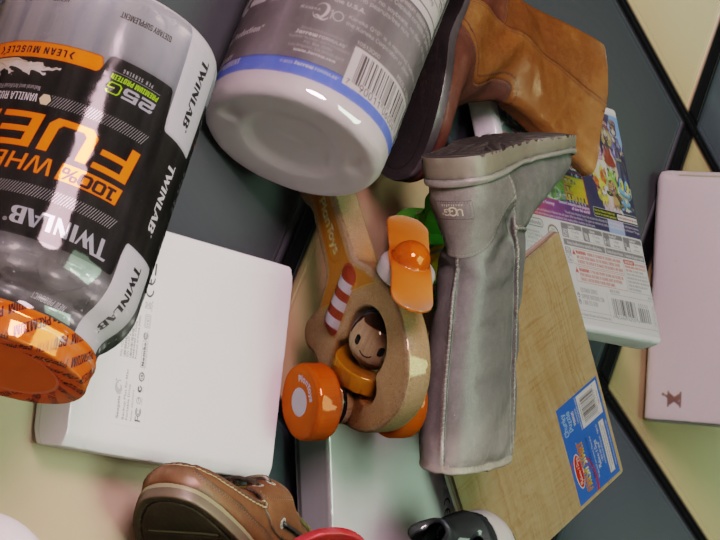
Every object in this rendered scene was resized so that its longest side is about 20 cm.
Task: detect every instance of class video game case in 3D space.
[{"bbox_3d":[0.144,-0.041,1.939,0.200,0.023,0.182,11,66,-57],"label":"video game case"}]

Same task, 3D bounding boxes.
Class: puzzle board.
[{"bbox_3d":[0.104,0.095,1.825,0.151,0.017,0.200,-39,126,-34],"label":"puzzle board"}]

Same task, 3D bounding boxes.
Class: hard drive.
[{"bbox_3d":[0.025,0.130,1.784,0.200,0.026,0.132,-11,101,-57],"label":"hard drive"},{"bbox_3d":[-0.110,0.046,1.581,0.200,0.026,0.132,17,77,-57],"label":"hard drive"}]

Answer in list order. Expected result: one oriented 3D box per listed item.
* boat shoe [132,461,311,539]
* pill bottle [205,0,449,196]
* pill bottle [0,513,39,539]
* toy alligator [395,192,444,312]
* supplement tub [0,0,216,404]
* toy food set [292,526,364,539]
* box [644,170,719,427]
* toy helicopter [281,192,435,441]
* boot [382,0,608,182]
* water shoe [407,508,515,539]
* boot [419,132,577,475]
[{"bbox_3d":[-0.075,0.153,1.611,0.200,0.072,0.068,59,40,-54],"label":"boat shoe"},{"bbox_3d":[-0.010,-0.156,1.650,0.114,0.114,0.200,53,49,-45],"label":"pill bottle"},{"bbox_3d":[-0.189,0.191,1.384,0.200,0.112,0.112,60,44,-41],"label":"pill bottle"},{"bbox_3d":[0.060,0.006,1.828,0.200,0.054,0.059,63,23,-51],"label":"toy alligator"},{"bbox_3d":[-0.157,-0.040,1.413,0.123,0.123,0.200,44,54,-49],"label":"supplement tub"},{"bbox_3d":[-0.020,0.214,1.596,0.198,0.200,0.049,50,23,-51],"label":"toy food set"},{"bbox_3d":[0.347,0.028,2.141,0.171,0.200,0.199,6,88,-56],"label":"box"},{"bbox_3d":[0.000,0.000,1.654,0.079,0.132,0.200,1,60,-30],"label":"toy helicopter"},{"bbox_3d":[0.089,-0.111,1.839,0.200,0.068,0.188,34,50,-44],"label":"boot"},{"bbox_3d":[0.033,0.242,1.756,0.079,0.071,0.200,5,109,-42],"label":"water shoe"},{"bbox_3d":[0.087,0.017,1.728,0.182,0.073,0.200,-19,105,-56],"label":"boot"}]
